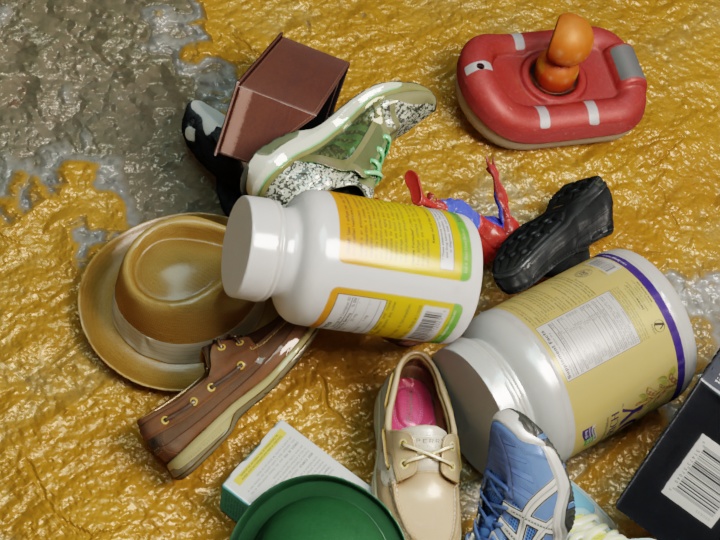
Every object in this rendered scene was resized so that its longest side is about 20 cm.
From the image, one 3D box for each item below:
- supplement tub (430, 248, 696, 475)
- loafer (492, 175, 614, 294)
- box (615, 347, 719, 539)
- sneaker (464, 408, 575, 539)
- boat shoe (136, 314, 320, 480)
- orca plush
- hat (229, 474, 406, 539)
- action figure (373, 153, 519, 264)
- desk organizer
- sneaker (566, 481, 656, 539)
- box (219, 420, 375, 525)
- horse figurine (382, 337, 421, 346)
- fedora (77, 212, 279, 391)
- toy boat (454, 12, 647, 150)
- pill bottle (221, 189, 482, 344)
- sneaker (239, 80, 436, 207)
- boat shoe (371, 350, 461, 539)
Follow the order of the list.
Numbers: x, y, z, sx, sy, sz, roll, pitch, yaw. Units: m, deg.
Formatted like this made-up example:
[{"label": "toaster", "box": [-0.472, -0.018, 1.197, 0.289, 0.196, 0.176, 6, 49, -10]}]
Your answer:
[{"label": "supplement tub", "box": [0.175, 0.083, 1.317, 0.199, 0.146, 0.146, -25, 64, -22]}, {"label": "loafer", "box": [0.186, -0.023, 1.407, 0.200, 0.068, 0.071, -39, 108, -49]}, {"label": "box", "box": [0.314, 0.133, 1.262, 0.104, 0.149, 0.200, 35, 33, 13]}, {"label": "sneaker", "box": [0.121, 0.207, 1.207, 0.076, 0.202, 0.076, -17, 21, -27]}, {"label": "boat shoe", "box": [-0.106, 0.084, 1.287, 0.068, 0.072, 0.200, 44, 80, -2]}, {"label": "orca plush", "box": [-0.099, -0.079, 1.447, 0.199, 0.071, 0.105, 33, 13, 1]}, {"label": "hat", "box": [-0.060, 0.253, 1.125, 0.164, 0.176, 0.203, -6, 81, 18]}, {"label": "action figure", "box": [0.082, -0.065, 1.399, 0.199, 0.065, 0.100, 20, 41, -50]}, {"label": "desk organizer", "box": [-0.069, -0.156, 1.421, 0.076, 0.072, 0.200, 21, 23, 1]}, {"label": "sneaker", "box": [0.203, 0.228, 1.238, 0.079, 0.131, 0.201, -25, 64, -20]}, {"label": "box", "box": [-0.016, 0.219, 1.260, 0.199, 0.049, 0.082, 36, 59, 14]}, {"label": "horse figurine", "box": [0.000, 0.000, 1.354, 0.200, 0.050, 0.133, 46, 52, -6]}, {"label": "fedora", "box": [-0.153, 0.010, 1.352, 0.198, 0.082, 0.202, 4, 58, -6]}, {"label": "toy boat", "box": [0.194, -0.203, 1.510, 0.198, 0.131, 0.132, -8, 58, -13]}, {"label": "pill bottle", "box": [-0.009, -0.006, 1.249, 0.198, 0.111, 0.112, 9, 55, -22]}, {"label": "sneaker", "box": [-0.005, -0.092, 1.336, 0.199, 0.077, 0.089, -31, 69, -19]}, {"label": "boat shoe", "box": [0.047, 0.150, 1.251, 0.073, 0.070, 0.201, 3, 43, -13]}]
